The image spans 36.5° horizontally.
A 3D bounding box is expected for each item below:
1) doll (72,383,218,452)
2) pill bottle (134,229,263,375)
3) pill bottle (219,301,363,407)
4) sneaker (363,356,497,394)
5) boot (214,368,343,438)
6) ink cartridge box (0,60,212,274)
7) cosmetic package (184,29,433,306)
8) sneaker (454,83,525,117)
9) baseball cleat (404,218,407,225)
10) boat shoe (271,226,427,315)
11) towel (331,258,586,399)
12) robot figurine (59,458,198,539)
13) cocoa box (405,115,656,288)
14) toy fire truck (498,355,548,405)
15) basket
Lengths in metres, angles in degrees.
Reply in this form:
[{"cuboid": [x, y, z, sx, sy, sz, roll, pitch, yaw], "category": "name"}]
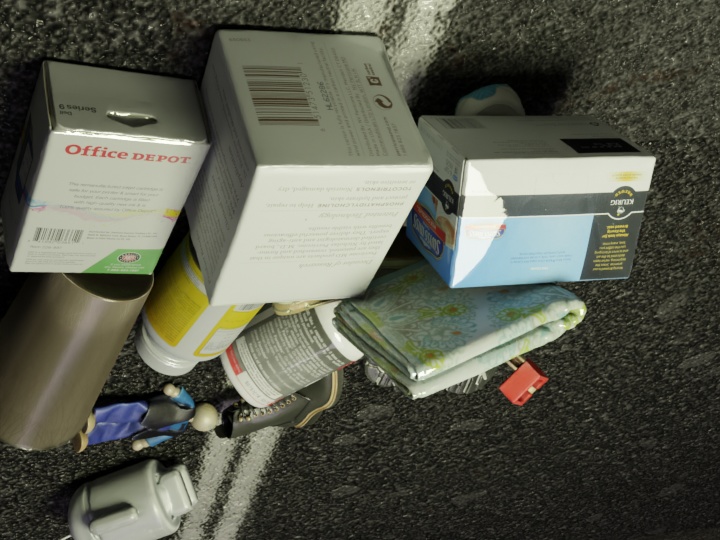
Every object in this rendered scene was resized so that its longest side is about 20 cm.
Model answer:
[{"cuboid": [-0.285, 0.202, 1.464, 0.199, 0.049, 0.137, -2, 137, -35], "category": "doll"}, {"cuboid": [-0.172, 0.029, 1.198, 0.111, 0.113, 0.200, 9, 139, -36], "category": "pill bottle"}, {"cuboid": [-0.062, 0.075, 1.320, 0.199, 0.114, 0.114, -28, 147, 16], "category": "pill bottle"}, {"cuboid": [0.092, 0.110, 1.478, 0.199, 0.090, 0.079, 8, 112, -20], "category": "sneaker"}, {"cuboid": [-0.110, 0.169, 1.458, 0.138, 0.078, 0.200, -11, 148, -27], "category": "boot"}, {"cuboid": [-0.240, -0.088, 1.010, 0.144, 0.088, 0.200, 2, 145, -29], "category": "ink cartridge box"}, {"cuboid": [-0.062, -0.093, 1.015, 0.165, 0.168, 0.200, -3, 146, -25], "category": "cosmetic package"}, {"cuboid": [0.151, -0.117, 1.165, 0.076, 0.081, 0.200, -18, 143, 3], "category": "sneaker"}, {"cuboid": [0.075, -0.090, 1.152, 0.070, 0.106, 0.200, -64, 156, -11], "category": "baseball cleat"}, {"cuboid": [0.000, 0.001, 1.149, 0.200, 0.073, 0.063, -12, 126, -26], "category": "boat shoe"}, {"cuboid": [0.092, 0.044, 1.069, 0.199, 0.171, 0.048, -22, 122, -20], "category": "towel"}, {"cuboid": [-0.342, 0.349, 1.597, 0.199, 0.114, 0.170, -21, 176, 5], "category": "robot figurine"}, {"cuboid": [0.161, -0.071, 1.071, 0.199, 0.133, 0.132, -3, 116, -18], "category": "cocoa box"}, {"cuboid": [0.180, 0.098, 1.392, 0.049, 0.141, 0.200, -46, 168, 11], "category": "toy fire truck"}, {"cuboid": [-0.309, 0.059, 1.148, 0.135, 0.181, 0.200, 27, 121, -15], "category": "basket"}]
